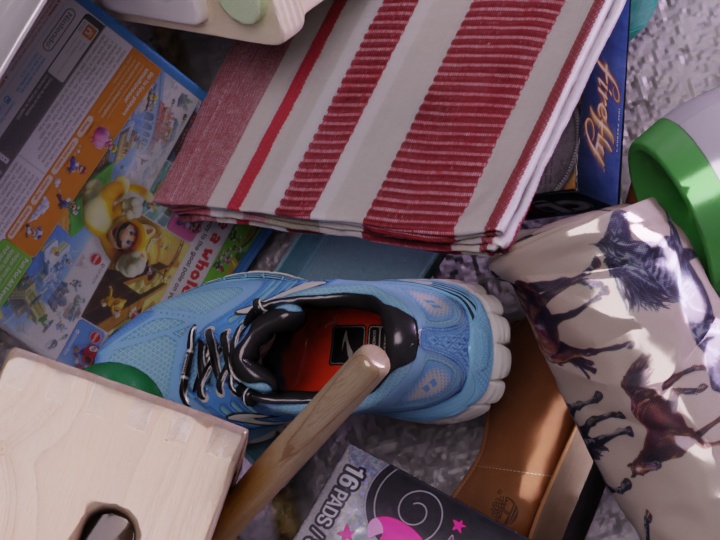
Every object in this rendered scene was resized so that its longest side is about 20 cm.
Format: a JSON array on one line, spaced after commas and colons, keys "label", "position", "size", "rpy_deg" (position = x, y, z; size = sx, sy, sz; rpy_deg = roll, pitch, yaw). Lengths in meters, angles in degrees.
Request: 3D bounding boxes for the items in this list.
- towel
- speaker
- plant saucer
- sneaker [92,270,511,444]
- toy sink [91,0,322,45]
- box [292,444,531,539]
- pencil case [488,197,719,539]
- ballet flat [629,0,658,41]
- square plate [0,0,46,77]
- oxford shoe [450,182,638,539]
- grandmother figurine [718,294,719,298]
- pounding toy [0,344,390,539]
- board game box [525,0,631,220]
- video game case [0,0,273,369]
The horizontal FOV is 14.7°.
[{"label": "towel", "position": [0.013, -0.076, 1.221], "size": [0.200, 0.023, 0.144], "rpy_deg": [7, 63, 41]}, {"label": "speaker", "position": [0.219, -0.064, 1.198], "size": [0.200, 0.088, 0.088], "rpy_deg": [-25, 70, -10]}, {"label": "plant saucer", "position": [0.000, 0.000, 1.253], "size": [0.070, 0.019, 0.200], "rpy_deg": [42, 105, 33]}, {"label": "sneaker", "position": [-0.039, 0.031, 1.207], "size": [0.200, 0.090, 0.078], "rpy_deg": [-8, 79, 32]}, {"label": "toy sink", "position": [-0.062, -0.174, 1.238], "size": [0.130, 0.112, 0.200], "rpy_deg": [12, 40, 43]}, {"label": "box", "position": [0.003, 0.196, 1.172], "size": [0.115, 0.132, 0.200], "rpy_deg": [26, 78, 17]}, {"label": "pencil case", "position": [0.126, 0.062, 1.164], "size": [0.078, 0.089, 0.200], "rpy_deg": [-24, 86, -39]}, {"label": "ballet flat", "position": [0.137, -0.200, 1.313], "size": [0.067, 0.070, 0.200], "rpy_deg": [16, 75, 12]}, {"label": "square plate", "position": [-0.231, -0.107, 1.163], "size": [0.198, 0.028, 0.200], "rpy_deg": [28, 89, 15]}, {"label": "oxford shoe", "position": [0.094, 0.032, 1.247], "size": [0.071, 0.071, 0.200], "rpy_deg": [21, 78, 18]}, {"label": "grandmother figurine", "position": [0.213, -0.058, 1.264], "size": [0.121, 0.061, 0.200], "rpy_deg": [29, 76, 25]}, {"label": "pounding toy", "position": [-0.092, 0.115, 1.136], "size": [0.142, 0.184, 0.200], "rpy_deg": [20, 79, 0]}, {"label": "board game box", "position": [0.060, -0.121, 1.277], "size": [0.135, 0.035, 0.200], "rpy_deg": [-6, 73, 40]}, {"label": "video game case", "position": [-0.136, -0.043, 1.263], "size": [0.200, 0.018, 0.143], "rpy_deg": [38, 78, -24]}]
